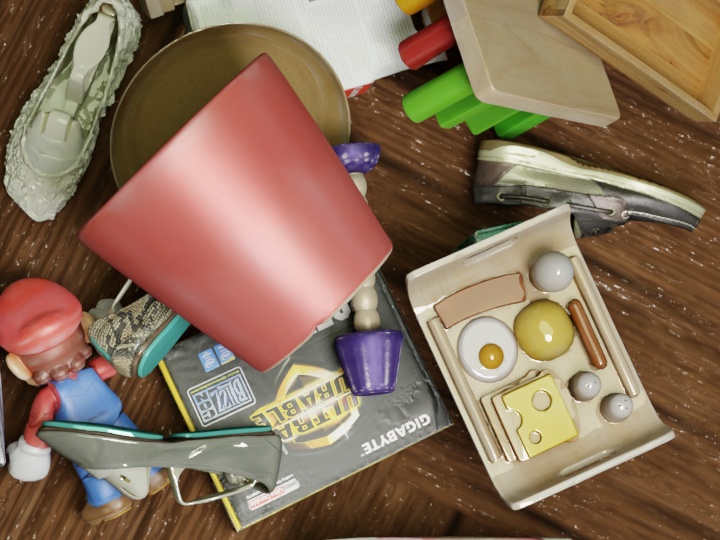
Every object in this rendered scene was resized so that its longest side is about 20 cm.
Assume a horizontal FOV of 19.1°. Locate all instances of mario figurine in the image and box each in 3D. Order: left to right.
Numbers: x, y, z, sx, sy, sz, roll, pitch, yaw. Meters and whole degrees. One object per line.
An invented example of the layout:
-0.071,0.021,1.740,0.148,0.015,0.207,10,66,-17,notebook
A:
-0.232,0.099,1.717,0.106,0.123,0.201,-24,96,27,mario figurine

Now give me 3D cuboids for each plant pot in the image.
-0.107,-0.111,1.731,0.199,0.028,0.201,-7,118,-14,plant pot
-0.085,-0.033,1.618,0.200,0.200,0.177,-44,96,-11,plant pot

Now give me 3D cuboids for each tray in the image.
0.240,-0.212,1.783,0.200,0.037,0.099,28,78,-36,tray

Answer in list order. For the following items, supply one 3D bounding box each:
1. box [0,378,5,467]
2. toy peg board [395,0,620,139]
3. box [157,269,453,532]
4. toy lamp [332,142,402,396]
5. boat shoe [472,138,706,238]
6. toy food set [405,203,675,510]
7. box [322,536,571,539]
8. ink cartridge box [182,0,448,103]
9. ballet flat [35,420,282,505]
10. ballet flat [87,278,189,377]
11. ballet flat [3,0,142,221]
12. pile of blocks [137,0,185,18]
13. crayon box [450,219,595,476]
-0.342,0.063,1.668,0.114,0.132,0.201,-5,84,-12,box
0.096,-0.204,1.750,0.098,0.200,0.200,-27,72,32,toy peg board
-0.047,0.099,1.748,0.199,0.049,0.160,-25,85,-10,box
0.000,0.000,1.715,0.058,0.058,0.201,-6,82,-9,toy lamp
0.189,-0.059,1.794,0.199,0.073,0.065,15,92,-2,boat shoe
0.139,0.067,1.650,0.143,0.060,0.201,-24,86,-10,toy food set
0.070,0.271,1.659,0.200,0.109,0.129,7,78,-49,box
-0.039,-0.195,1.785,0.199,0.050,0.109,-16,86,-10,ink cartridge box
-0.154,0.150,1.653,0.199,0.067,0.064,3,87,-24,ballet flat
-0.143,0.011,1.713,0.075,0.068,0.200,37,49,17,ballet flat
-0.239,-0.140,1.742,0.072,0.072,0.201,22,81,-5,ballet flat
-0.177,-0.307,1.763,0.062,0.082,0.201,-19,85,-10,pile of blocks
0.131,0.067,1.740,0.058,0.119,0.201,-13,85,-8,crayon box
